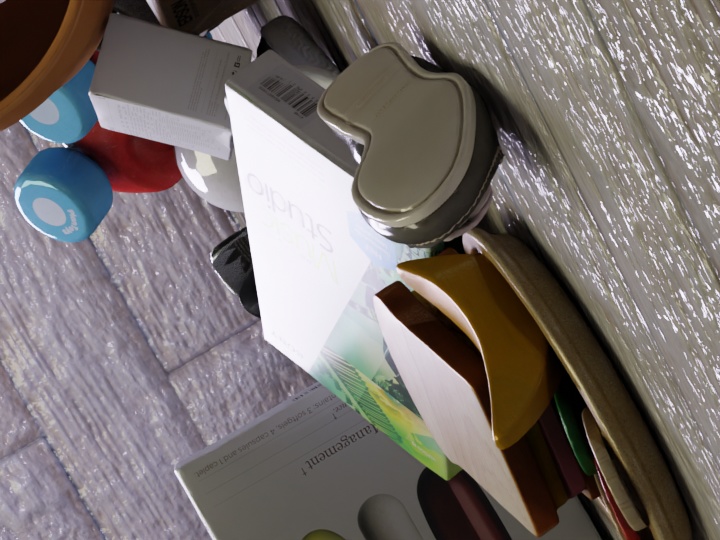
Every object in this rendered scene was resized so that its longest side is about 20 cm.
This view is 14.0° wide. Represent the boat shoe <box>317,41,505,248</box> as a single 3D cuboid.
[{"bbox_3d":[0.030,-0.045,1.205,0.057,0.067,0.200,45,-174,-19],"label":"boat shoe"}]

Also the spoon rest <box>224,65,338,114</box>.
[{"bbox_3d":[0.017,-0.035,1.527,0.200,0.061,0.099,46,174,9],"label":"spoon rest"}]

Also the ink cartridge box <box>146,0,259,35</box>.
[{"bbox_3d":[-0.123,-0.234,1.611,0.165,0.075,0.200,58,176,15],"label":"ink cartridge box"}]

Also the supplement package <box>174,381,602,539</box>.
[{"bbox_3d":[0.024,0.151,1.680,0.200,0.191,0.147,59,177,0],"label":"supplement package"}]

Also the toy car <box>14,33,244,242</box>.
[{"bbox_3d":[-0.096,-0.107,1.894,0.200,0.184,0.177,19,140,15],"label":"toy car"}]

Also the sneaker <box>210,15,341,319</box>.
[{"bbox_3d":[-0.038,-0.040,1.640,0.200,0.114,0.075,64,174,-34],"label":"sneaker"}]

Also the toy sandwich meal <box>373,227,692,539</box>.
[{"bbox_3d":[0.075,0.066,1.323,0.205,0.070,0.205,60,176,7],"label":"toy sandwich meal"}]

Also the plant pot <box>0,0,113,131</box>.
[{"bbox_3d":[-0.214,-0.158,1.547,0.200,0.200,0.140,59,-168,9],"label":"plant pot"}]

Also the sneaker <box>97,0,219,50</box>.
[{"bbox_3d":[-0.162,-0.208,1.760,0.200,0.112,0.073,45,143,-10],"label":"sneaker"}]

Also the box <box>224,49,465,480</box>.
[{"bbox_3d":[0.000,0.000,1.476,0.144,0.036,0.200,37,152,31],"label":"box"}]

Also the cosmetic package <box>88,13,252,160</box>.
[{"bbox_3d":[-0.106,-0.103,1.663,0.200,0.082,0.051,150,133,-86],"label":"cosmetic package"}]
